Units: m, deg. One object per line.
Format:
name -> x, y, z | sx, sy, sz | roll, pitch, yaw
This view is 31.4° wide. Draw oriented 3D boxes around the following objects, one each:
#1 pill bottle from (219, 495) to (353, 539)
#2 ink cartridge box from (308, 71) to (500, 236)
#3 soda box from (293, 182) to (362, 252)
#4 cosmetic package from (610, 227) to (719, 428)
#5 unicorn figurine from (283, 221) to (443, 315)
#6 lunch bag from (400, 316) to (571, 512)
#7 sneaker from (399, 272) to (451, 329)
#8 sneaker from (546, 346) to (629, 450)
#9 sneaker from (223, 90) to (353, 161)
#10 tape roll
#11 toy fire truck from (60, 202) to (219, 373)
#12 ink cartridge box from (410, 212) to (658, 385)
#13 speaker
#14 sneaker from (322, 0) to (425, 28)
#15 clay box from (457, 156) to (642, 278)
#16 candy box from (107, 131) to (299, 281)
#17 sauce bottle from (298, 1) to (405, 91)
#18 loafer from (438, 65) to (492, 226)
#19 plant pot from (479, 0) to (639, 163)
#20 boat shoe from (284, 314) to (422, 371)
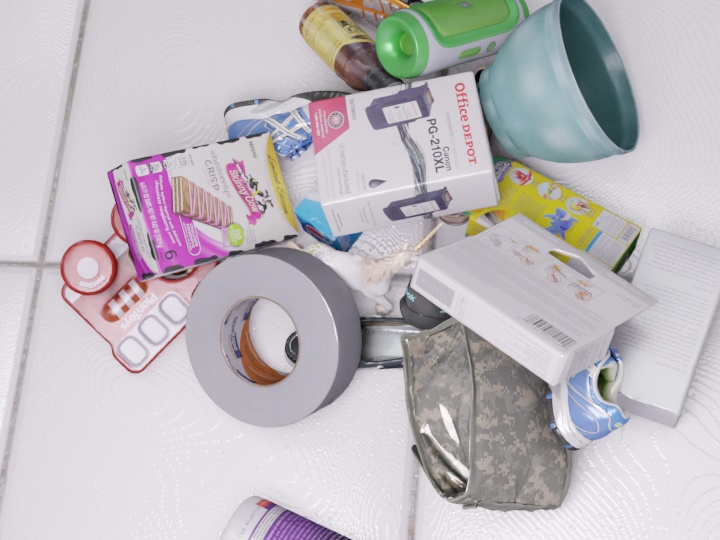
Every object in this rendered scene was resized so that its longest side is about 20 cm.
pill bottle -> -0.053, 0.335, 1.398 | 0.200, 0.111, 0.111 | 22, 75, 16
ink cartridge box -> 0.050, -0.135, 1.488 | 0.200, 0.084, 0.145 | -11, 63, 5
soda box -> 0.010, -0.118, 1.574 | 0.068, 0.064, 0.200 | 36, 79, 18
cosmetic package -> 0.343, 0.064, 1.453 | 0.101, 0.071, 0.200 | 20, 75, 15
unicorn figurine -> 0.000, 0.000, 1.494 | 0.200, 0.137, 0.074 | 2, 70, 9
lunch bag -> 0.138, 0.165, 1.390 | 0.118, 0.164, 0.200 | -26, 61, 41
sneaker -> 0.148, 0.031, 1.465 | 0.200, 0.079, 0.075 | 2, 37, -11
sneaker -> 0.243, 0.091, 1.382 | 0.077, 0.076, 0.200 | -23, 60, 33
sneaker -> -0.074, -0.177, 1.607 | 0.200, 0.076, 0.077 | -7, 78, 20
tape roll -> -0.100, 0.076, 1.471 | 0.200, 0.066, 0.200 | 5, 101, 26
toy fire truck -> -0.259, 0.004, 1.562 | 0.168, 0.112, 0.200 | 45, 83, -4
ink cartridge box -> 0.184, 0.025, 1.358 | 0.200, 0.045, 0.176 | 36, 39, 31
speaker -> 0.115, -0.291, 1.561 | 0.200, 0.088, 0.088 | -22, 64, -37
sneaker -> 0.031, -0.357, 1.651 | 0.200, 0.078, 0.077 | 30, 68, 16
clay box -> 0.214, -0.049, 1.508 | 0.200, 0.048, 0.115 | 30, 55, 19
candy box -> -0.182, -0.078, 1.514 | 0.200, 0.061, 0.136 | -18, 92, -37
sauce bottle -> -0.007, -0.265, 1.598 | 0.066, 0.066, 0.200 | -37, 51, -5
loafer -> 0.128, -0.156, 1.569 | 0.072, 0.063, 0.200 | 11, 73, 13
plant pot -> 0.225, -0.210, 1.520 | 0.134, 0.200, 0.200 | -21, 66, 29
boat shoe -> 0.004, 0.084, 1.505 | 0.200, 0.060, 0.076 | -5, 70, 7
